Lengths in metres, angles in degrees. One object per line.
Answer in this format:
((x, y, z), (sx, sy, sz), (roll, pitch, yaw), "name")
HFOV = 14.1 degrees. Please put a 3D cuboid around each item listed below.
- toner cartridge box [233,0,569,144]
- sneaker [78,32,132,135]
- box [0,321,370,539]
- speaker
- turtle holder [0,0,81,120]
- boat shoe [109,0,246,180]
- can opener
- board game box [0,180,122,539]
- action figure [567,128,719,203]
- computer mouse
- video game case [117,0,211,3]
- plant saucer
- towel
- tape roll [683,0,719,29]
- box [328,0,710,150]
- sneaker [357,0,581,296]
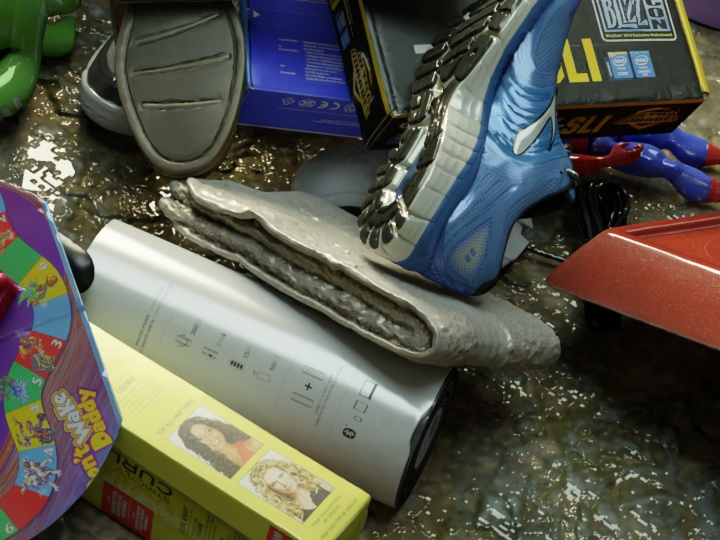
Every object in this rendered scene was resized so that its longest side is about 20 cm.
((0.022, -0.122, 1.638), (0.200, 0.043, 0.095), (6, 62, -20), "toner cartridge box")
((-0.090, -0.165, 1.680), (0.075, 0.114, 0.200), (31, 46, 17), "sneaker")
((-0.093, 0.097, 1.444), (0.200, 0.075, 0.050), (31, 48, 15), "box")
((-0.055, 0.047, 1.498), (0.200, 0.081, 0.081), (23, 44, 9), "speaker")
((-0.222, -0.172, 1.653), (0.131, 0.186, 0.141), (8, 11, -7), "turtle holder")
((-0.100, -0.133, 1.597), (0.072, 0.068, 0.200), (-7, 66, -2), "boat shoe")
((-0.219, -0.039, 1.489), (0.200, 0.079, 0.063), (37, 34, 29), "can opener")
((-0.209, 0.042, 1.405), (0.158, 0.039, 0.200), (-20, 75, 0), "board game box")
((0.149, -0.077, 1.707), (0.200, 0.052, 0.066), (7, 48, -5), "action figure")
((0.059, -0.033, 1.637), (0.200, 0.044, 0.110), (15, 45, 0), "computer mouse")
((-0.031, -0.213, 1.578), (0.199, 0.019, 0.143), (-1, 68, 4), "video game case")
((0.236, 0.006, 1.559), (0.199, 0.037, 0.200), (-9, 22, -42), "plant saucer")
((0.000, 0.000, 1.527), (0.200, 0.035, 0.132), (29, 13, 32), "towel")
((0.252, -0.246, 1.878), (0.200, 0.085, 0.200), (7, 43, -7), "tape roll")
((0.080, -0.151, 1.623), (0.200, 0.049, 0.160), (-4, 69, -24), "box")
((0.072, -0.071, 1.522), (0.089, 0.078, 0.200), (37, 63, -22), "sneaker")
